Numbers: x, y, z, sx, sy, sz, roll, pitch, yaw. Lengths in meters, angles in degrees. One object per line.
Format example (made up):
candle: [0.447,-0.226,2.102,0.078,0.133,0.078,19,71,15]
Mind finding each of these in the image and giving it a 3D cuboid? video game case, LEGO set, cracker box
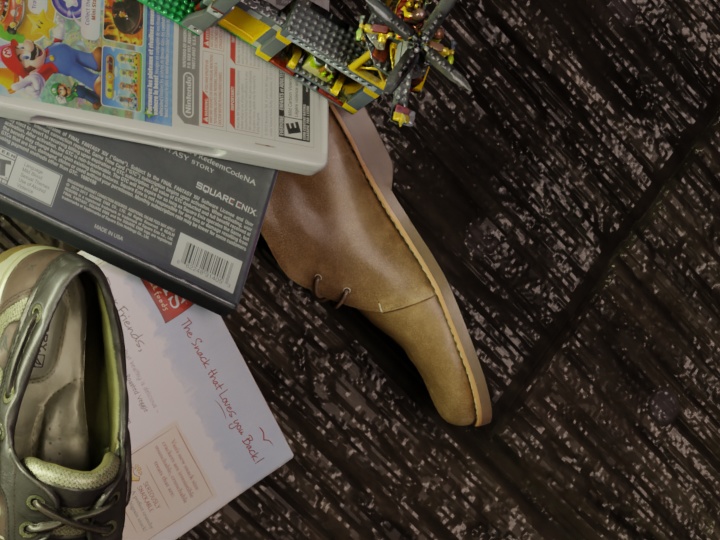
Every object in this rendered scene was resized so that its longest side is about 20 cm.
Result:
video game case: [-0.106,-0.129,1.118,0.199,0.018,0.144,10,70,-27]
LEGO set: [-0.018,-0.168,1.099,0.200,0.116,0.154,37,59,-15]
video game case: [-0.095,-0.096,1.134,0.143,0.019,0.201,26,62,-21]
cracker box: [-0.147,0.082,1.126,0.200,0.058,0.134,-33,106,-23]

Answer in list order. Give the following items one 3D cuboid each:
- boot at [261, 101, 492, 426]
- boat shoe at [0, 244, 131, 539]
boot: [0.000,0.000,1.207,0.075,0.074,0.200,-30,99,-9]
boat shoe: [-0.136,0.089,1.061,0.072,0.066,0.202,-1,91,-28]
